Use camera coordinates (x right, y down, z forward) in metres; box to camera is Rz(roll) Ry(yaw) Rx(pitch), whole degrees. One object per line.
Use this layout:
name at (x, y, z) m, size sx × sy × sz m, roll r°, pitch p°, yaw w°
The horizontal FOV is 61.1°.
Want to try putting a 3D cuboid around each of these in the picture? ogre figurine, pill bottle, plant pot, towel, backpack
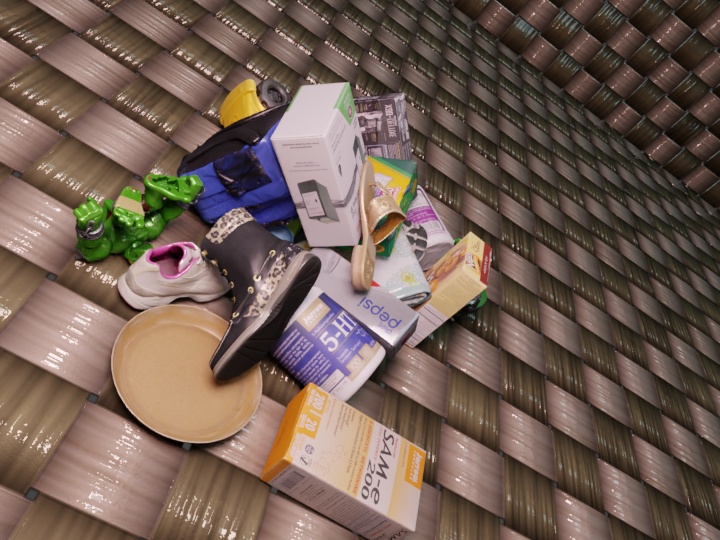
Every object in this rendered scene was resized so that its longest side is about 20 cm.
ogre figurine at (-0.311, -0.071, 0.841) m, size 0.098 × 0.120 × 0.200 m, roll 39°, pitch 38°, yaw -11°
pill bottle at (-0.073, 0.094, 0.891) m, size 0.200 × 0.120 × 0.120 m, roll 43°, pitch 37°, yaw 1°
plant pot at (-0.224, 0.134, 0.794) m, size 0.200 × 0.027 × 0.200 m, roll 24°, pitch 41°, yaw -22°
towel at (0.000, 0.000, 1.034) m, size 0.199 × 0.048 × 0.172 m, roll -14°, pitch 58°, yaw -10°
backpack at (-0.180, -0.148, 0.975) m, size 0.168 × 0.199 × 0.163 m, roll 67°, pitch 27°, yaw -22°
pill bottle at (0.099, -0.106, 1.247) m, size 0.112 × 0.112 × 0.200 m, roll -1°, pitch 54°, yaw -42°

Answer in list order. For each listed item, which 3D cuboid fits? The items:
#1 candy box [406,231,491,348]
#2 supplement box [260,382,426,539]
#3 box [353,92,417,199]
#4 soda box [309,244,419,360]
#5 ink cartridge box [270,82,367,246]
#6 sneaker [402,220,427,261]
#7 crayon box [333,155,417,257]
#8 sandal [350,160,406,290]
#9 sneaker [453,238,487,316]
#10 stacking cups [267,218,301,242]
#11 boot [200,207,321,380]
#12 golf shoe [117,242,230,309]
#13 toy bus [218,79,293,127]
candy box at (0.140, 0.036, 1.069) m, size 0.055 × 0.200 × 0.116 m, roll 36°, pitch 38°, yaw -10°
supplement box at (-0.017, 0.259, 0.816) m, size 0.200 × 0.074 × 0.126 m, roll 33°, pitch 39°, yaw -12°
box at (0.018, -0.228, 1.164) m, size 0.050 × 0.157 × 0.201 m, roll -44°, pitch 129°, yaw -53°
soda box at (-0.008, 0.045, 0.942) m, size 0.200 × 0.064 × 0.068 m, roll 37°, pitch 67°, yaw 17°
ink cartridge box at (-0.048, -0.155, 0.917) m, size 0.084 × 0.200 × 0.146 m, roll 0°, pitch 46°, yaw 17°
sneaker at (0.066, -0.005, 1.122) m, size 0.080 × 0.083 × 0.201 m, roll 19°, pitch 62°, yaw -1°
crayon box at (0.020, -0.117, 1.061) m, size 0.118 × 0.058 × 0.200 m, roll 9°, pitch 47°, yaw 15°
sandal at (0.035, -0.069, 0.923) m, size 0.078 × 0.069 × 0.213 m, roll 56°, pitch 37°, yaw -61°
sneaker at (0.200, 0.014, 1.231) m, size 0.085 × 0.078 × 0.200 m, roll 56°, pitch 20°, yaw -33°
stacking cups at (-0.139, -0.048, 1.018) m, size 0.060 × 0.061 × 0.200 m, roll 32°, pitch 38°, yaw -13°
boot at (-0.164, 0.028, 0.820) m, size 0.154 × 0.204 × 0.073 m, roll 37°, pitch 0°, yaw 24°
golf shoe at (-0.236, -0.002, 0.864) m, size 0.200 × 0.092 × 0.075 m, roll -18°, pitch 65°, yaw -50°
toy bus at (-0.152, -0.233, 1.146) m, size 0.199 × 0.136 × 0.193 m, roll 10°, pitch 60°, yaw -38°
